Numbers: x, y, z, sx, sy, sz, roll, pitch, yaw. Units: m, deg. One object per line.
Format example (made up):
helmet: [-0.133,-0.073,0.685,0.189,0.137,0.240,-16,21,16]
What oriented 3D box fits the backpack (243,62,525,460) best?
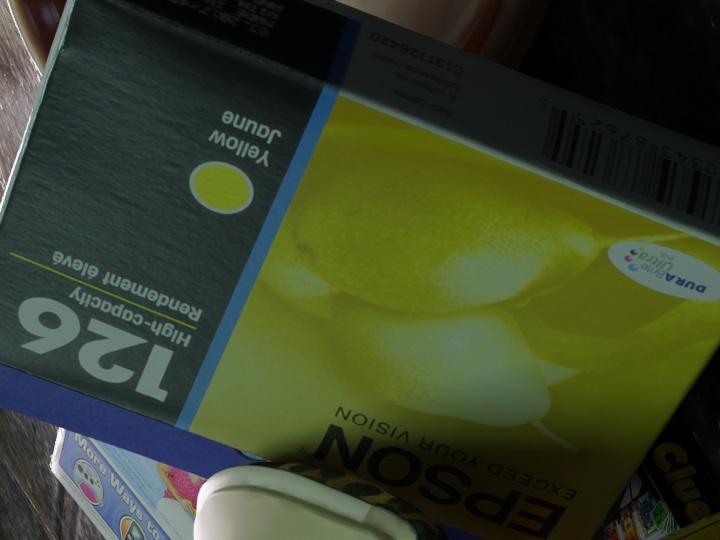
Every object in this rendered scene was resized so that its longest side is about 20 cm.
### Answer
backpack: [0.000,0.000,0.833,0.163,0.154,0.200,4,132,44]

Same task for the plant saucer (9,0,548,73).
plant saucer: [-0.025,-0.118,0.722,0.200,0.032,0.201,4,97,33]

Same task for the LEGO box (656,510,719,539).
LEGO box: [0.106,0.177,0.675,0.200,0.149,0.077,64,164,13]

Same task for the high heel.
high heel: [0.013,0.101,0.745,0.200,0.142,0.072,-30,58,55]

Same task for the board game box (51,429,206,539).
board game box: [-0.039,0.079,1.025,0.200,0.056,0.196,48,140,26]

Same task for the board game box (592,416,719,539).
board game box: [0.101,0.126,0.860,0.105,0.023,0.200,59,162,23]

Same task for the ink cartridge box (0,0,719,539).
ink cartridge box: [-0.011,0.016,0.702,0.047,0.197,0.200,-77,9,-49]
